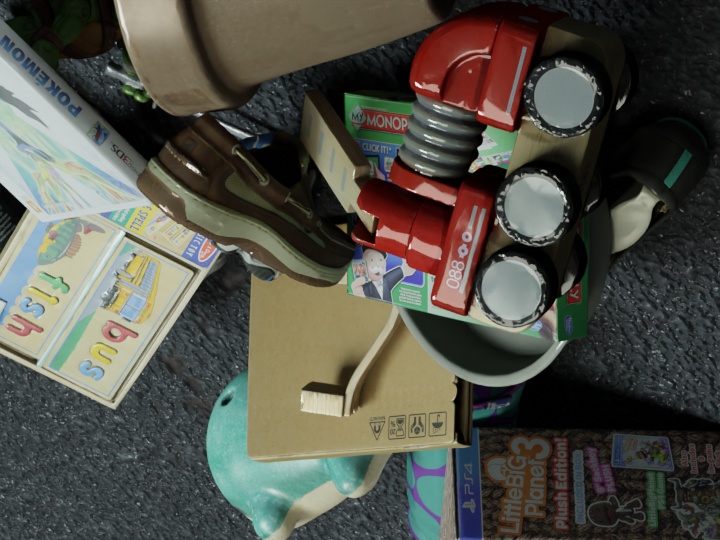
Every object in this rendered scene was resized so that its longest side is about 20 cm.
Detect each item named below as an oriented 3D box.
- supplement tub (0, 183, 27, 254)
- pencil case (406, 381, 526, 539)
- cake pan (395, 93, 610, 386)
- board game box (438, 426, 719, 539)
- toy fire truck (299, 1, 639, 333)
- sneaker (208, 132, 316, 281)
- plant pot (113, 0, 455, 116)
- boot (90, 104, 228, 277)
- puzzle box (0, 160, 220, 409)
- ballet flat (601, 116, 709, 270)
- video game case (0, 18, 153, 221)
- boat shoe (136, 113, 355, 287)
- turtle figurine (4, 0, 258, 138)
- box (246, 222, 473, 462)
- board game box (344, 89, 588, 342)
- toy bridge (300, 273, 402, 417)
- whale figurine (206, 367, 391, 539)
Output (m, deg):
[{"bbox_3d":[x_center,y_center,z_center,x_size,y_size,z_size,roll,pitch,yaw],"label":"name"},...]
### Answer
[{"bbox_3d":[-0.302,-0.051,1.934,0.122,0.123,0.200,-12,125,45],"label":"supplement tub"},{"bbox_3d":[0.078,0.122,1.873,0.092,0.085,0.200,-10,141,-8],"label":"pencil case"},{"bbox_3d":[0.085,-0.028,1.653,0.200,0.037,0.201,13,108,49],"label":"cake pan"},{"bbox_3d":[0.157,0.195,1.819,0.199,0.097,0.160,2,140,-2],"label":"board game box"},{"bbox_3d":[0.046,-0.079,1.514,0.199,0.129,0.177,19,108,13],"label":"toy fire truck"},{"bbox_3d":[-0.060,-0.046,1.751,0.076,0.077,0.200,57,-174,9],"label":"sneaker"},{"bbox_3d":[-0.037,-0.195,1.530,0.174,0.201,0.201,-2,134,16],"label":"plant pot"},{"bbox_3d":[-0.195,-0.048,1.895,0.200,0.074,0.096,40,137,-10],"label":"boot"},{"bbox_3d":[-0.188,0.002,1.862,0.133,0.025,0.200,26,125,-12],"label":"puzzle box"},{"bbox_3d":[0.148,-0.030,1.656,0.068,0.069,0.200,32,145,-7],"label":"ballet flat"},{"bbox_3d":[-0.226,-0.102,1.647,0.182,0.022,0.200,45,160,-18],"label":"video game case"},{"bbox_3d":[-0.052,-0.046,1.611,0.075,0.075,0.202,39,-172,29],"label":"boat shoe"},{"bbox_3d":[-0.200,-0.122,1.757,0.193,0.144,0.200,-1,128,37],"label":"turtle figurine"},{"bbox_3d":[-0.002,0.046,1.805,0.200,0.164,0.021,-8,166,43],"label":"box"},{"bbox_3d":[0.064,-0.037,1.625,0.200,0.029,0.135,13,106,49],"label":"board game box"},{"bbox_3d":[0.000,0.000,1.753,0.067,0.027,0.201,8,101,16],"label":"toy bridge"},{"bbox_3d":[-0.044,0.119,1.901,0.104,0.159,0.200,36,165,-19],"label":"whale figurine"}]
